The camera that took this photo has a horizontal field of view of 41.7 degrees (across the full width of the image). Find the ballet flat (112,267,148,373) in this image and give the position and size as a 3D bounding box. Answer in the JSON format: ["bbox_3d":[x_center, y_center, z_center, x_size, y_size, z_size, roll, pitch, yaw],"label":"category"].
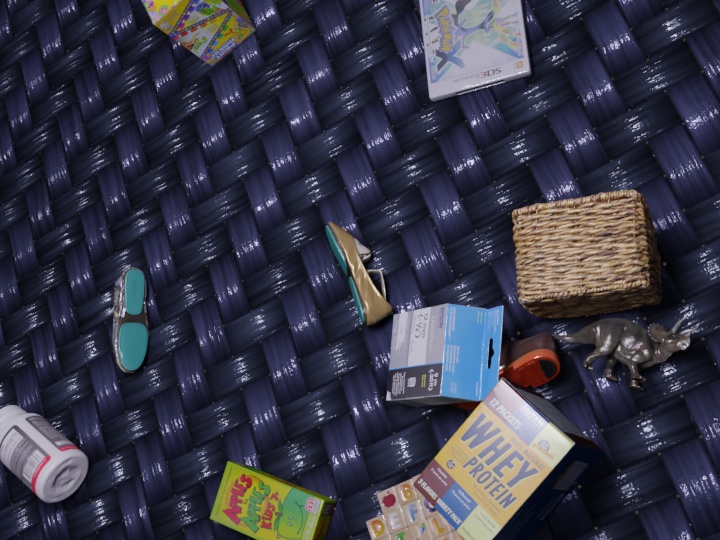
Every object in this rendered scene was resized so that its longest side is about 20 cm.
[{"bbox_3d":[-0.441,0.098,1.798,0.072,0.072,0.202,-8,74,24],"label":"ballet flat"}]

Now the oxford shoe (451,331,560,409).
[{"bbox_3d":[0.219,0.157,1.466,0.199,0.071,0.073,-25,33,26],"label":"oxford shoe"}]

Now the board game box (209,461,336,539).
[{"bbox_3d":[-0.148,0.401,1.580,0.199,0.048,0.102,14,84,28],"label":"board game box"}]

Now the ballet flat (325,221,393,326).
[{"bbox_3d":[0.000,0.000,1.612,0.063,0.069,0.201,-19,70,-9],"label":"ballet flat"}]

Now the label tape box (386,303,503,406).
[{"bbox_3d":[0.127,0.129,1.454,0.199,0.066,0.144,-17,62,54],"label":"label tape box"}]

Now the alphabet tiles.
[{"bbox_3d":[0.099,0.426,1.477,0.166,0.006,0.201,-27,67,18],"label":"alphabet tiles"}]

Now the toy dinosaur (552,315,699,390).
[{"bbox_3d":[0.388,0.111,1.391,0.199,0.077,0.103,12,70,33],"label":"toy dinosaur"}]

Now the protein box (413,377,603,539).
[{"bbox_3d":[0.216,0.281,1.347,0.135,0.200,0.199,42,97,28],"label":"protein box"}]

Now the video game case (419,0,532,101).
[{"bbox_3d":[0.196,-0.407,1.633,0.181,0.022,0.202,-11,72,23],"label":"video game case"}]

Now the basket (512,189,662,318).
[{"bbox_3d":[0.338,-0.019,1.397,0.199,0.143,0.150,-10,70,26],"label":"basket"}]

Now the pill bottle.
[{"bbox_3d":[-0.617,0.340,1.787,0.199,0.111,0.111,31,91,29],"label":"pill bottle"}]

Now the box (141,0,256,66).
[{"bbox_3d":[-0.333,-0.538,1.826,0.122,0.192,0.201,-35,65,14],"label":"box"}]
